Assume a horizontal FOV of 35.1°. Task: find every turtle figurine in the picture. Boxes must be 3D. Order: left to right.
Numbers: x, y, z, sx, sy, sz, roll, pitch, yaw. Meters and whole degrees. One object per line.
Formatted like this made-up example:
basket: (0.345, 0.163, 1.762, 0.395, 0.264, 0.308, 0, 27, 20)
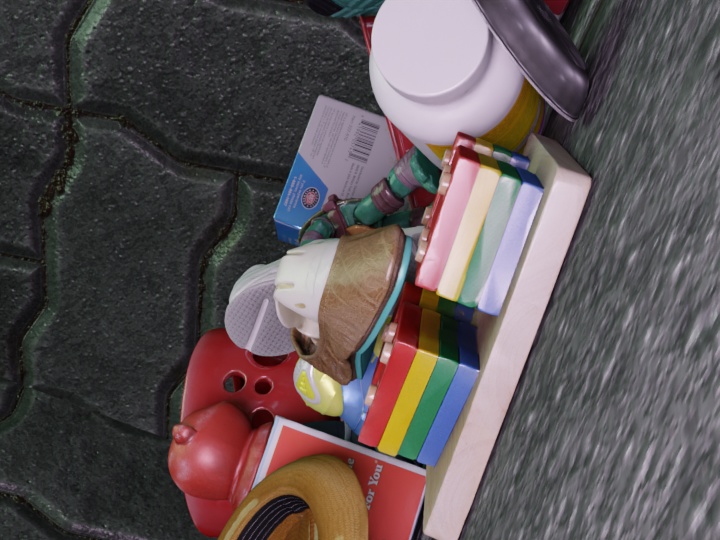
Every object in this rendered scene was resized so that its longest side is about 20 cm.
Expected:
turtle figurine: (-0.004, -0.017, 0.928, 0.199, 0.102, 0.149, -34, -28, 23)

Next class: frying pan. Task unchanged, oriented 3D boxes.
frying pan: (0.083, -0.167, 0.673, 0.031, 0.114, 0.192, -35, 57, 22)

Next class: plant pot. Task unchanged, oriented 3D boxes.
plant pot: (-0.062, 0.158, 1.101, 0.200, 0.179, 0.205, 1, -90, -81)

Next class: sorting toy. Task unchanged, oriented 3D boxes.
sorting toy: (0.056, 0.018, 0.659, 0.200, 0.068, 0.202, -70, -1, -78)

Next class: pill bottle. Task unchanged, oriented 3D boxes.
pill bottle: (0.066, -0.129, 0.769, 0.200, 0.103, 0.106, 21, -91, -74)

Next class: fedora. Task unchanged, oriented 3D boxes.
fedora: (-0.032, 0.210, 0.655, 0.200, 0.081, 0.203, -40, 35, 35)

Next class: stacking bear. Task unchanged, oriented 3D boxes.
stacking bear: (-0.062, 0.170, 0.935, 0.122, 0.197, 0.115, 109, -179, -63)

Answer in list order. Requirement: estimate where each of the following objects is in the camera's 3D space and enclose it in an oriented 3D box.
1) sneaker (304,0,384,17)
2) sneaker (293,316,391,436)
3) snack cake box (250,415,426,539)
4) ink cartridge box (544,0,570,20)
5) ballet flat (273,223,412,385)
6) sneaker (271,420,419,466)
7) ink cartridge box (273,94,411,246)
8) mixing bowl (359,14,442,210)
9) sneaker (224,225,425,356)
sneaker: (0.016, -0.278, 1.013, 0.198, 0.074, 0.089, -15, -91, -46)
sneaker: (0.044, 0.067, 0.861, 0.199, 0.105, 0.076, -33, -18, -35)
snack cake box: (-0.036, 0.215, 0.754, 0.067, 0.113, 0.203, 95, -166, -70)
ink cartridge box: (0.153, -0.278, 1.038, 0.200, 0.081, 0.148, 108, -179, -72)
ballet flat: (-0.017, 0.019, 0.688, 0.200, 0.071, 0.069, 108, -179, -72)
sneaker: (0.001, 0.206, 0.836, 0.070, 0.106, 0.204, 117, 143, -73)
ink cartridge box: (0.026, -0.074, 1.184, 0.085, 0.197, 0.147, 93, -163, -75)
mixing bowl: (0.075, -0.142, 1.016, 0.200, 0.106, 0.204, -16, -90, -86)
sneaker: (0.000, 0.000, 0.808, 0.081, 0.196, 0.072, -104, 4, -66)
